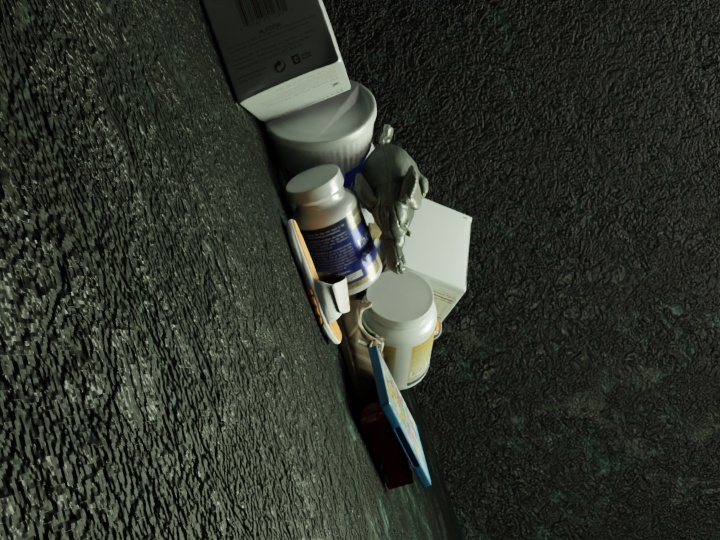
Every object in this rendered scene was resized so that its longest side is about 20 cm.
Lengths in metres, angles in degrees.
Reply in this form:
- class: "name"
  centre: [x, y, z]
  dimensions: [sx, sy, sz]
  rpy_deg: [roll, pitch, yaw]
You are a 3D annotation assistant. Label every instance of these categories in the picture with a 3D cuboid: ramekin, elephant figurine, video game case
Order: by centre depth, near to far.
- class: "video game case"
  centre: [0.065, 0.240, 1.277]
  dimensions: [0.144, 0.018, 0.201]
  rpy_deg: [-104, 170, -57]
- class: "elephant figurine"
  centre: [0.054, -0.120, 1.301]
  dimensions: [0.155, 0.142, 0.200]
  rpy_deg: [38, 22, -14]
- class: "ramekin"
  centre: [-0.067, -0.245, 1.358]
  dimensions: [0.203, 0.200, 0.095]
  rpy_deg: [-106, -174, -45]

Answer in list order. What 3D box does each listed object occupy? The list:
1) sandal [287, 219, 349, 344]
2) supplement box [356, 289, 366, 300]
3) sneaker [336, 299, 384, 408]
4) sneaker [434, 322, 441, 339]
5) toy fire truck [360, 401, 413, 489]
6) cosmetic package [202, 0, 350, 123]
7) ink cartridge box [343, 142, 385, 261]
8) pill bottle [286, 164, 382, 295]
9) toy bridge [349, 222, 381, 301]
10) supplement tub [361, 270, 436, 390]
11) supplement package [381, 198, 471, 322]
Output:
- class: "sandal"
  centre: [-0.053, 0.014, 1.182]
  dimensions: [0.079, 0.059, 0.209]
  rpy_deg: [-96, 166, -74]
- class: "supplement box"
  centre: [0.018, 0.057, 1.633]
  dimensions: [0.200, 0.109, 0.086]
  rpy_deg: [-97, 168, -72]
- class: "sneaker"
  centre: [0.013, 0.149, 1.329]
  dimensions: [0.070, 0.075, 0.202]
  rpy_deg: [-86, 157, -81]
- class: "sneaker"
  centre: [0.109, 0.058, 1.690]
  dimensions: [0.201, 0.077, 0.112]
  rpy_deg: [62, -1, 40]
- class: "toy fire truck"
  centre: [0.051, 0.286, 1.313]
  dimensions: [0.141, 0.048, 0.202]
  rpy_deg: [-93, 163, -62]
- class: "cosmetic package"
  centre: [-0.122, -0.348, 1.201]
  dimensions: [0.200, 0.166, 0.168]
  rpy_deg: [-30, 100, -86]
- class: "ink cartridge box"
  centre: [0.007, -0.152, 1.479]
  dimensions: [0.201, 0.043, 0.198]
  rpy_deg: [62, 28, -43]
- class: "pill bottle"
  centre: [-0.046, -0.067, 1.296]
  dimensions: [0.116, 0.115, 0.201]
  rpy_deg: [-103, 173, -61]
- class: "toy bridge"
  centre: [0.000, 0.000, 1.433]
  dimensions: [0.067, 0.027, 0.202]
  rpy_deg: [-102, -152, -68]
- class: "supplement tub"
  centre: [0.066, 0.111, 1.438]
  dimensions: [0.201, 0.143, 0.145]
  rpy_deg: [94, -15, -47]
- class: "supplement package"
  centre: [0.123, -0.030, 1.531]
  dimensions: [0.111, 0.154, 0.201]
  rpy_deg: [120, -13, -46]
